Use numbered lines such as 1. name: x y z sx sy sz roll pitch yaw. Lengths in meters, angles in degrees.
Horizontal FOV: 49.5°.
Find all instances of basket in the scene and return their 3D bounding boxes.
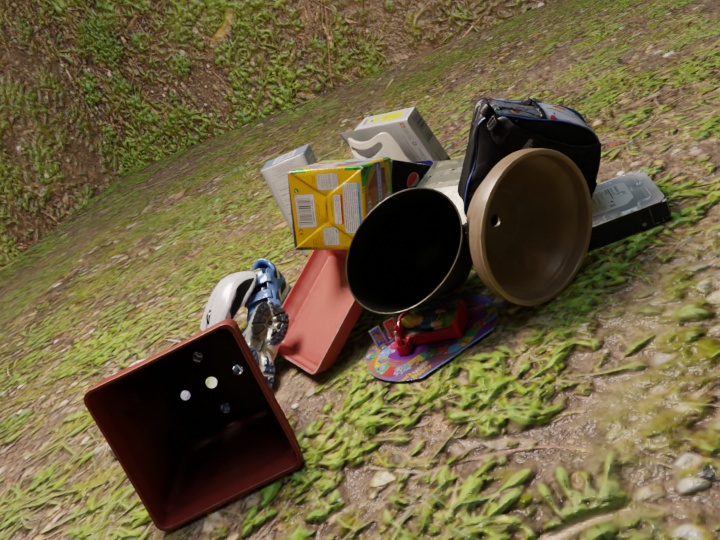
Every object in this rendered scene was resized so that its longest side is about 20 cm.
1. basket: 0.084 -0.020 1.097 0.181 0.136 0.200 -49 -15 10

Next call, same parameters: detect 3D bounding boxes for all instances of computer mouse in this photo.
1. computer mouse: -0.251 0.072 1.348 0.109 0.044 0.201 -3 50 47

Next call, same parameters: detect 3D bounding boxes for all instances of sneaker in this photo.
1. sneaker: -0.175 0.047 1.398 0.073 0.083 0.200 -22 24 7
2. sneaker: -0.168 0.147 1.189 0.085 0.077 0.201 -48 13 51

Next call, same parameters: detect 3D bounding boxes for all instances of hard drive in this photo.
1. hard drive: 0.340 -0.080 1.155 0.198 0.038 0.140 -20 23 14

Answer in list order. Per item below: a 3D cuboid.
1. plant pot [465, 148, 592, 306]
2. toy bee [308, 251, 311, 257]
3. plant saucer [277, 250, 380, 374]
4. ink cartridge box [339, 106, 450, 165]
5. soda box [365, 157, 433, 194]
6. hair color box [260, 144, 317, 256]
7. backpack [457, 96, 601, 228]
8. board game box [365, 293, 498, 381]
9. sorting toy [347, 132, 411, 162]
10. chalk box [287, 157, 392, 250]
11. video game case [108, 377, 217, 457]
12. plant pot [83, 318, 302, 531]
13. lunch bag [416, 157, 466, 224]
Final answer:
1. plant pot: 0.205 -0.060 1.033 0.200 0.202 0.092 -36 26 -23
2. toy bee: -0.050 -0.059 1.450 0.131 0.109 0.200 -41 14 16
3. plant saucer: -0.055 0.054 1.207 0.200 0.037 0.201 16 76 60
4. ink cartridge box: 0.085 -0.226 1.556 0.199 0.198 0.047 5 53 51
5. soda box: 0.092 -0.156 1.388 0.063 0.072 0.199 11 8 40
6. hair color box: -0.109 -0.140 1.581 0.098 0.201 0.061 -19 22 17
7. backpack: 0.245 -0.157 1.134 0.188 0.201 0.155 7 36 0
8. board game box: 0.091 0.076 1.080 0.199 0.039 0.158 -32 22 -13
9. sorting toy: 0.046 -0.185 1.533 0.107 0.181 0.199 -40 25 -30
10. chalk box: -0.018 -0.112 1.241 0.123 0.126 0.200 0 14 19
11. video game case: -0.303 0.206 1.266 0.181 0.022 0.200 -24 21 7
12. plant pot: -0.202 0.173 1.014 0.199 0.201 0.176 -26 12 2
13. lunch bag: 0.165 -0.099 1.295 0.163 0.118 0.200 -2 38 40
